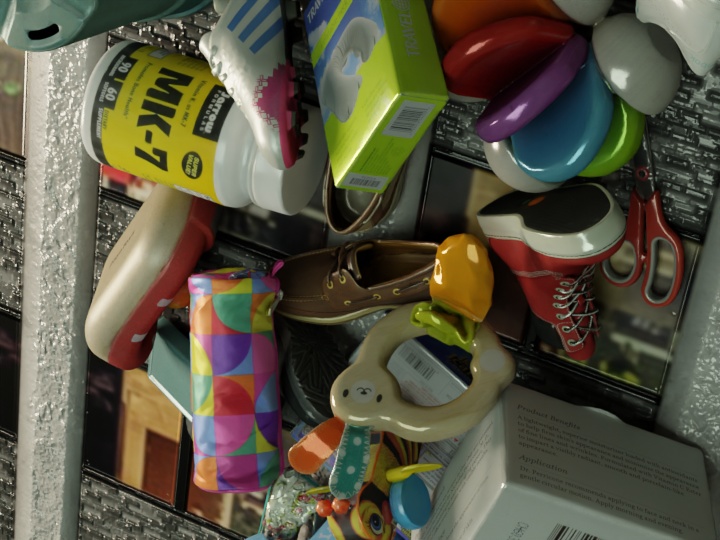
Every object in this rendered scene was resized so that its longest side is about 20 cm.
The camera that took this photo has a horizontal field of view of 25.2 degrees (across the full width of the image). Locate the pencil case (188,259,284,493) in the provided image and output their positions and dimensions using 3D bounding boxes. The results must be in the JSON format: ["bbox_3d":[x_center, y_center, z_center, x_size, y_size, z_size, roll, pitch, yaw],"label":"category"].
[{"bbox_3d":[-0.107,0.092,1.401,0.087,0.088,0.203,2,94,27],"label":"pencil case"}]

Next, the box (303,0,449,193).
[{"bbox_3d":[0.007,-0.178,1.257,0.122,0.047,0.202,-53,40,48],"label":"box"}]

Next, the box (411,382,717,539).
[{"bbox_3d":[0.166,0.229,1.365,0.197,0.131,0.201,20,125,-10],"label":"box"}]

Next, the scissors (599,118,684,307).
[{"bbox_3d":[0.236,-0.066,1.297,0.073,0.014,0.202,19,119,28],"label":"scissors"}]

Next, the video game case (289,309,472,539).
[{"bbox_3d":[0.059,0.153,1.478,0.200,0.045,0.182,41,124,5],"label":"video game case"}]

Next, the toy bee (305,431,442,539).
[{"bbox_3d":[0.013,0.193,1.365,0.130,0.201,0.109,-34,134,19],"label":"toy bee"}]

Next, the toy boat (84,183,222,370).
[{"bbox_3d":[-0.169,0.016,1.500,0.130,0.131,0.200,29,127,-15],"label":"toy boat"}]

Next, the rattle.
[{"bbox_3d":[0.027,0.081,1.288,0.131,0.198,0.143,60,167,15],"label":"rattle"}]

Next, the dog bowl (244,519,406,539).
[{"bbox_3d":[-0.039,0.294,1.546,0.198,0.050,0.112,-22,117,10],"label":"dog bowl"}]

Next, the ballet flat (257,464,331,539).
[{"bbox_3d":[-0.075,0.283,1.598,0.063,0.076,0.202,20,124,9],"label":"ballet flat"}]

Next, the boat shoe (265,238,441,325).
[{"bbox_3d":[0.000,0.000,1.408,0.198,0.073,0.068,-2,148,24],"label":"boat shoe"}]

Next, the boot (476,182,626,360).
[{"bbox_3d":[0.175,0.009,1.284,0.145,0.072,0.200,63,166,-11],"label":"boot"}]

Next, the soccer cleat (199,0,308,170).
[{"bbox_3d":[-0.089,-0.161,1.326,0.085,0.202,0.070,-7,144,4],"label":"soccer cleat"}]

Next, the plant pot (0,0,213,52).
[{"bbox_3d":[-0.227,-0.279,1.331,0.198,0.196,0.202,12,119,22],"label":"plant pot"}]

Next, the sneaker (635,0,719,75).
[{"bbox_3d":[0.212,-0.223,1.148,0.074,0.201,0.089,-6,139,-12],"label":"sneaker"}]

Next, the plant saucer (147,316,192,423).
[{"bbox_3d":[-0.152,0.117,1.526,0.200,0.019,0.071,37,125,48],"label":"plant saucer"}]

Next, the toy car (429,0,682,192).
[{"bbox_3d":[0.131,-0.151,1.224,0.174,0.150,0.201,-35,91,36],"label":"toy car"}]

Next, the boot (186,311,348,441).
[{"bbox_3d":[-0.089,0.135,1.498,0.065,0.166,0.201,14,128,-31],"label":"boot"}]

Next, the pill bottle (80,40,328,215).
[{"bbox_3d":[-0.134,-0.122,1.407,0.198,0.114,0.115,18,121,19],"label":"pill bottle"}]

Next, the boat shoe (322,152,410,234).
[{"bbox_3d":[0.012,-0.116,1.356,0.075,0.072,0.202,20,121,18],"label":"boat shoe"}]
